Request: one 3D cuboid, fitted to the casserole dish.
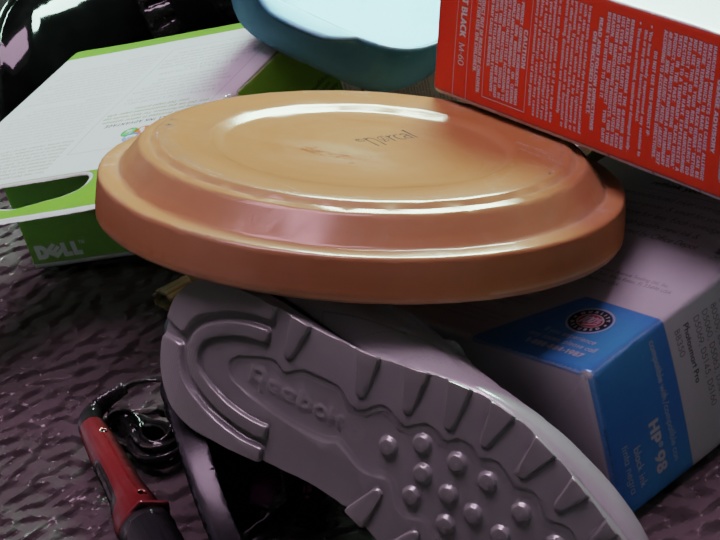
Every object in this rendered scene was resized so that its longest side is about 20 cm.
[{"bbox_3d":[0.014,-0.144,1.196,0.121,0.039,0.200,26,40,16],"label":"casserole dish"}]

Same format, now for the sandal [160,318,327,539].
[{"bbox_3d":[-0.043,0.061,0.943,0.048,0.076,0.201,-22,25,3],"label":"sandal"}]

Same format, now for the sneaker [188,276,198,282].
[{"bbox_3d":[0.000,0.000,1.049,0.075,0.090,0.200,-39,-1,29],"label":"sneaker"}]

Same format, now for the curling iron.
[{"bbox_3d":[-0.075,0.092,0.958,0.049,0.026,0.200,-23,26,-3],"label":"curling iron"}]

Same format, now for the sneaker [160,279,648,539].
[{"bbox_3d":[0.027,0.055,0.868,0.199,0.077,0.080,35,24,21],"label":"sneaker"}]

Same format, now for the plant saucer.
[{"bbox_3d":[0.001,-0.034,0.929,0.198,0.033,0.200,4,18,-1],"label":"plant saucer"}]

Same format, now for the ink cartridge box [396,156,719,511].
[{"bbox_3d":[0.121,0.006,0.965,0.199,0.067,0.115,-33,30,-30],"label":"ink cartridge box"}]

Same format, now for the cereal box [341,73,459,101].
[{"bbox_3d":[0.066,-0.118,1.260,0.199,0.040,0.144,3,24,36],"label":"cereal box"}]

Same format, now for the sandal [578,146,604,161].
[{"bbox_3d":[0.125,-0.088,1.127,0.054,0.081,0.200,37,57,21],"label":"sandal"}]

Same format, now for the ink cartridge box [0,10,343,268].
[{"bbox_3d":[-0.110,-0.040,1.167,0.147,0.076,0.200,-7,26,29],"label":"ink cartridge box"}]

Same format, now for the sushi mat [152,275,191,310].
[{"bbox_3d":[0.004,-0.022,1.153,0.199,0.012,0.095,-31,30,-27],"label":"sushi mat"}]

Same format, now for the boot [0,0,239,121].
[{"bbox_3d":[-0.112,-0.141,1.380,0.157,0.080,0.211,-4,28,24],"label":"boot"}]

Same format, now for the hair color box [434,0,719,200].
[{"bbox_3d":[0.130,-0.079,0.940,0.110,0.064,0.200,-9,23,-35],"label":"hair color box"}]
